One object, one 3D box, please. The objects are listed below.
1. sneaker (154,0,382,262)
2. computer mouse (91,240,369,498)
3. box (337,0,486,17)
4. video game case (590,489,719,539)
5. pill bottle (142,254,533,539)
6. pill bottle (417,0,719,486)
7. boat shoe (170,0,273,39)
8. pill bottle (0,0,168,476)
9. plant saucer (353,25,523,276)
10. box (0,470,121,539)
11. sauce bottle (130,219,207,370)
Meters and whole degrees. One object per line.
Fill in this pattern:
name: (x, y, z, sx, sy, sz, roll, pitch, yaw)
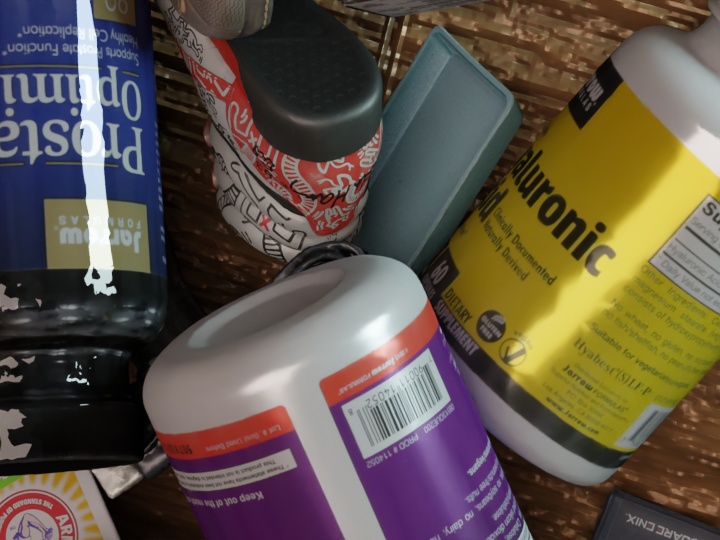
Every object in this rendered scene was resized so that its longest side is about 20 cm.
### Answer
sneaker: (-0.055, -0.094, 1.085, 0.067, 0.108, 0.202, -21, 56, -19)
computer mouse: (-0.003, 0.101, 1.066, 0.138, 0.053, 0.200, -36, 113, 4)
box: (0.076, -0.207, 1.013, 0.199, 0.047, 0.195, -8, 83, 30)
video game case: (0.130, 0.201, 1.048, 0.142, 0.019, 0.201, 20, 67, 10)
pill bottle: (0.005, 0.103, 0.989, 0.112, 0.113, 0.201, -20, 102, 16)
pill bottle: (0.117, -0.023, 1.031, 0.111, 0.111, 0.200, 43, 104, 6)
boat shoe: (-0.050, -0.178, 1.034, 0.073, 0.075, 0.201, -4, 59, -13)
pill bottle: (-0.130, -0.025, 1.013, 0.111, 0.112, 0.202, -6, 83, 15)
plant saucer: (0.000, 0.000, 1.094, 0.201, 0.019, 0.070, -57, 39, 13)
box: (-0.185, 0.058, 1.103, 0.112, 0.101, 0.201, -23, 91, -12)
sauce bottle: (-0.122, -0.031, 1.116, 0.066, 0.066, 0.200, -36, 90, 15)
